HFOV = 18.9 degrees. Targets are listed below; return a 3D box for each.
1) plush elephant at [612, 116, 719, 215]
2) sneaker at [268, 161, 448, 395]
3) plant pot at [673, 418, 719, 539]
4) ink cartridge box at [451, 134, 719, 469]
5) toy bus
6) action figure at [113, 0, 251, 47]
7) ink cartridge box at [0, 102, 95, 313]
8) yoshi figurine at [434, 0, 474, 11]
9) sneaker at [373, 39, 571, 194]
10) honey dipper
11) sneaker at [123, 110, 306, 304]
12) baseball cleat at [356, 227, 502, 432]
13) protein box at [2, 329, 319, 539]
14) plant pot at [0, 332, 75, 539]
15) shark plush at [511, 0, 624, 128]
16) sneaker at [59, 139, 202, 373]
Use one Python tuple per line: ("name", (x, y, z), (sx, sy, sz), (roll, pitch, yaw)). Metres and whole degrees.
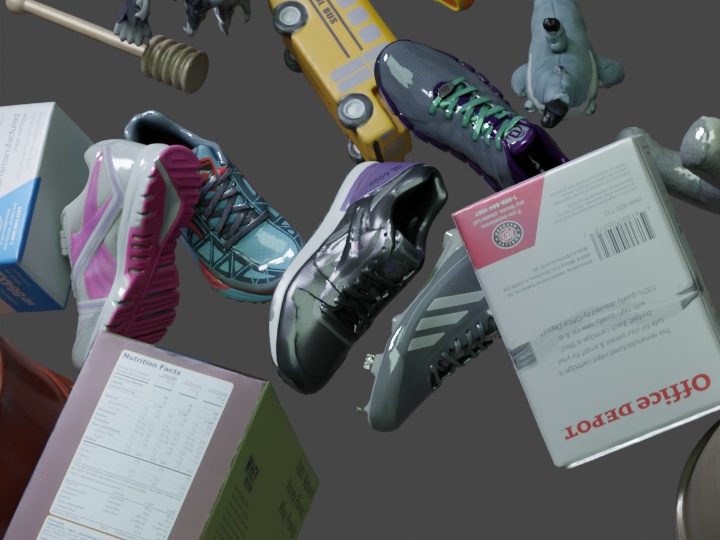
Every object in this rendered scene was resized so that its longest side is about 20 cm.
("plush elephant", (0.316, -0.111, 1.614), (0.199, 0.165, 0.156), (26, 83, -9))
("sneaker", (0.000, 0.000, 1.643), (0.087, 0.076, 0.201), (-2, 58, 51))
("plant pot", (0.309, 0.149, 1.477), (0.198, 0.174, 0.202), (-5, 62, 9))
("ink cartridge box", (0.172, 0.022, 1.559), (0.146, 0.083, 0.201), (-22, 89, 13))
("toy bus", (-0.013, -0.174, 1.756), (0.078, 0.065, 0.201), (-30, 62, -7))
("action figure", (-0.142, -0.234, 1.769), (0.118, 0.103, 0.200), (-1, 28, -16))
("ink cartridge box", (-0.321, -0.045, 1.718), (0.198, 0.084, 0.147), (-4, 62, 23))
("yoshi figurine", (0.127, -0.308, 1.779), (0.112, 0.112, 0.200), (42, 75, 9))
("sneaker", (0.099, -0.115, 1.658), (0.200, 0.088, 0.075), (40, 72, 1))
("honey dipper", (-0.219, -0.197, 1.824), (0.199, 0.038, 0.038), (22, 70, 23))
("sneaker", (-0.121, -0.051, 1.698), (0.200, 0.096, 0.079), (39, 75, 25))
("baseball cleat", (0.080, 0.043, 1.630), (0.106, 0.070, 0.201), (21, 71, 20))
("protein box", (-0.141, 0.184, 1.529), (0.134, 0.199, 0.201), (16, 68, 17))
("plant pot", (-0.302, 0.122, 1.593), (0.199, 0.196, 0.202), (-4, 64, 8))
("shark plush", (0.142, -0.160, 1.667), (0.090, 0.084, 0.200), (0, 24, 19))
("sneaker", (-0.188, -0.013, 1.673), (0.088, 0.081, 0.201), (25, 105, 31))
